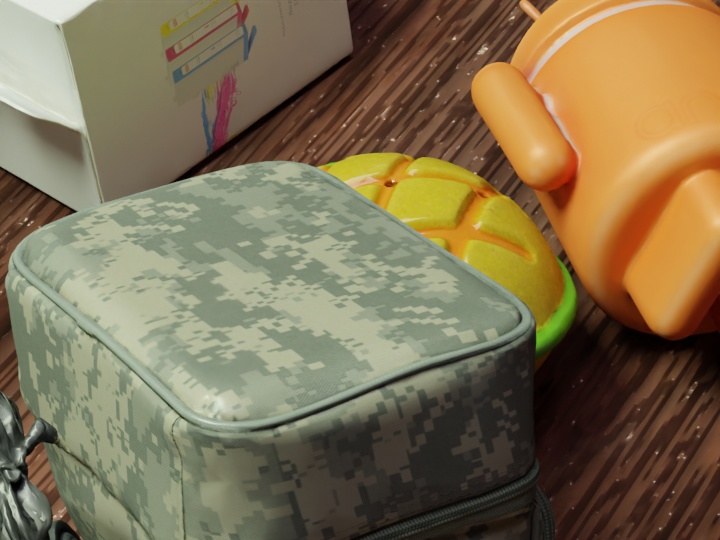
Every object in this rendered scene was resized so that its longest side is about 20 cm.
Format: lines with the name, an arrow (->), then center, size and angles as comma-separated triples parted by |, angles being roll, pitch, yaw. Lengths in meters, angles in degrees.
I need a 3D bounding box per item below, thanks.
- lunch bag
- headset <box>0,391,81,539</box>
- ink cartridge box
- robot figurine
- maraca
lunch bag -> -0.029, 0.072, 0.796 | 0.139, 0.168, 0.200 | -16, 27, -26
headset -> -0.137, 0.115, 0.781 | 0.123, 0.200, 0.094 | -13, 69, -27
ink cartridge box -> -0.122, -0.128, 1.107 | 0.129, 0.125, 0.200 | 28, 53, 35
robot figurine -> 0.132, -0.051, 0.984 | 0.144, 0.117, 0.200 | -20, 43, -2
maraca -> 0.000, 0.000, 0.956 | 0.137, 0.107, 0.200 | -23, 36, -36
